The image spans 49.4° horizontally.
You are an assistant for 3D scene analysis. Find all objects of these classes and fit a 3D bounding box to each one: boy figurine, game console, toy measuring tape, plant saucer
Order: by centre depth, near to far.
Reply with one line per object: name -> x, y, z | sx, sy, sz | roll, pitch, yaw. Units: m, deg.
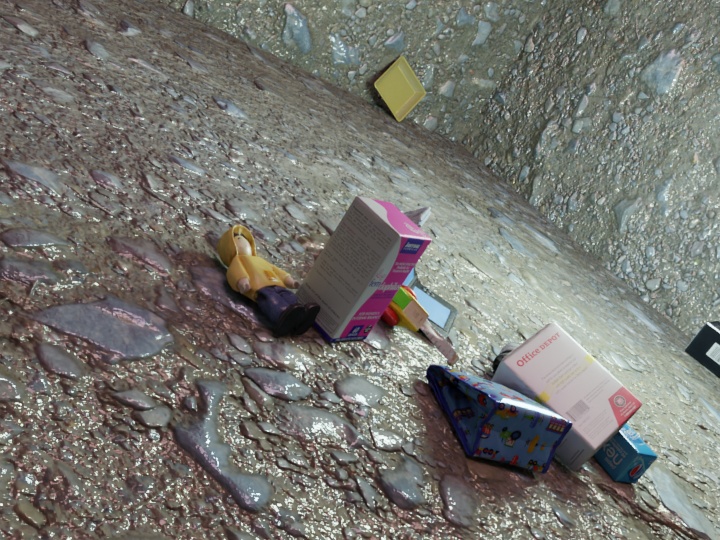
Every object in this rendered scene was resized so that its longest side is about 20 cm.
boy figurine -> -0.141, 0.012, 1.148 | 0.124, 0.065, 0.200 | 4, 37, -50
toy measuring tape -> 0.088, 0.088, 1.348 | 0.200, 0.073, 0.074 | 48, 17, -8
game console -> 0.124, 0.020, 1.467 | 0.175, 0.117, 0.200 | 34, 19, 5
plant saucer -> 0.157, -0.762, 3.296 | 0.048, 0.200, 0.200 | 7, -40, 56

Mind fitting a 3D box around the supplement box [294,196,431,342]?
supplement box -> 0.000, 0.000, 1.186 | 0.103, 0.201, 0.101 | 42, 22, 28

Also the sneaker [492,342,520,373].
sneaker -> 0.312, 0.215, 1.384 | 0.199, 0.081, 0.086 | 33, 29, 25

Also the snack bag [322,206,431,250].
snack bag -> 0.034, -0.079, 1.502 | 0.189, 0.198, 0.022 | -49, 122, -73

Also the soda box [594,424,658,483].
soda box -> 0.426, 0.279, 1.390 | 0.064, 0.068, 0.200 | 18, 24, -37

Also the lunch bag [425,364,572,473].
lunch bag -> 0.197, 0.204, 1.200 | 0.150, 0.095, 0.200 | 20, 14, -27

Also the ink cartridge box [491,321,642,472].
ink cartridge box -> 0.336, 0.204, 1.297 | 0.145, 0.084, 0.200 | -29, 63, -32

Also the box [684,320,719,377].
box -> 1.196, 0.271, 2.558 | 0.200, 0.125, 0.196 | 43, 23, 28
